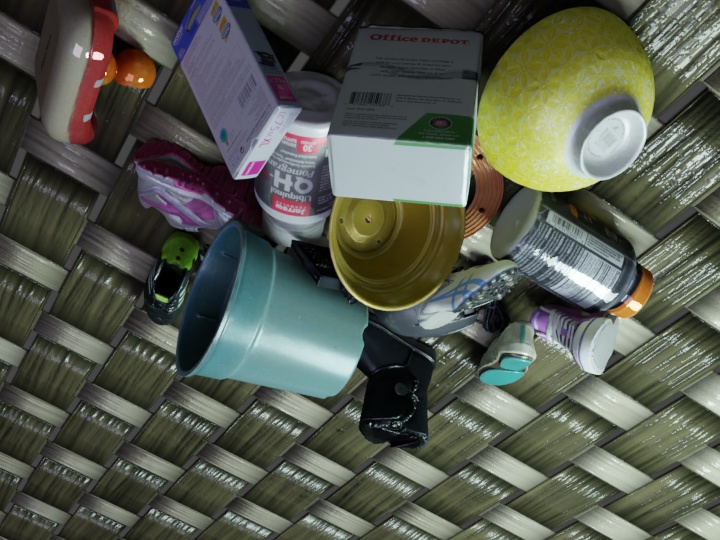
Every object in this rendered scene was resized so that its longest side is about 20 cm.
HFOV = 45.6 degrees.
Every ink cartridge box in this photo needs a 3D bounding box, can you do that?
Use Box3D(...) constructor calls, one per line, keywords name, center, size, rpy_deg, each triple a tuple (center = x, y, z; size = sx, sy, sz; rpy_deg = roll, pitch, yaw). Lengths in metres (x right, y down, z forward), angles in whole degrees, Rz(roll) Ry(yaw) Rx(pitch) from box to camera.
Box3D(name="ink cartridge box", center=(0.053, -0.169, 0.912), size=(0.144, 0.202, 0.084), rpy_deg=(6, 138, 9))
Box3D(name="ink cartridge box", center=(-0.143, -0.220, 0.959), size=(0.042, 0.202, 0.119), rpy_deg=(-11, 154, -42))

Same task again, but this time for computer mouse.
Box3D(name="computer mouse", center=(0.106, 0.054, 1.213), size=(0.197, 0.053, 0.140), rpy_deg=(-4, 133, 17))

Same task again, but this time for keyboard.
Box3D(name="keyboard", center=(0.000, 0.000, 1.101), size=(0.040, 0.105, 0.199), rpy_deg=(-47, 152, 20))

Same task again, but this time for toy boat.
Box3D(name="toy boat", center=(-0.305, -0.238, 1.006), size=(0.129, 0.132, 0.201), rpy_deg=(3, 142, -32))

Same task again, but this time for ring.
Box3D(name="ring", center=(0.083, -0.113, 1.084), size=(0.197, 0.019, 0.202), rpy_deg=(7, 133, 7))

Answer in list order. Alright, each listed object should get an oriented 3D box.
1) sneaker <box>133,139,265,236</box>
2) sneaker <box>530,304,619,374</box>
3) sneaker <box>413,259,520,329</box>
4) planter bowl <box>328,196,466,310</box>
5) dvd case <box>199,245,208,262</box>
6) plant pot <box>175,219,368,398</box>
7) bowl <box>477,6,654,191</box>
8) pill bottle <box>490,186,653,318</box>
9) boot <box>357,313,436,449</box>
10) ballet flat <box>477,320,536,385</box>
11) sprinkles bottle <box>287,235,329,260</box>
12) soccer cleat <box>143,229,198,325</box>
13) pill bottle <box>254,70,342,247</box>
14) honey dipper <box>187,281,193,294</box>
Box3D(name="sneaker", center=(-0.208, -0.093, 1.136), size=(0.198, 0.082, 0.089), rpy_deg=(26, 135, 0))
Box3D(name="sneaker", center=(0.271, 0.085, 1.121), size=(0.113, 0.200, 0.074), rpy_deg=(13, 94, 20))
Box3D(name="sneaker", center=(0.125, 0.020, 1.085), size=(0.071, 0.073, 0.200), rpy_deg=(-11, 169, -32))
Box3D(name="planter bowl", center=(0.028, -0.059, 1.047), size=(0.201, 0.201, 0.083), rpy_deg=(49, 164, -30))
Box3D(name="dvd case", center=(-0.173, 0.071, 1.275), size=(0.148, 0.016, 0.202), rpy_deg=(30, 141, 26))
Box3D(name="plant pot", center=(-0.107, 0.064, 1.090), size=(0.194, 0.202, 0.200), rpy_deg=(21, 136, -23))
Box3D(name="bowl", center=(0.232, -0.155, 0.886), size=(0.197, 0.108, 0.202), rpy_deg=(-15, 132, -17))
Box3D(name="pill bottle", center=(0.269, -0.015, 1.071), size=(0.198, 0.107, 0.106), rpy_deg=(29, 133, -15))
Box3D(name="boot", center=(0.019, 0.159, 1.252), size=(0.198, 0.169, 0.077), rpy_deg=(25, 134, -10))
Box3D(name="ballet flat", center=(0.216, 0.119, 1.234), size=(0.066, 0.063, 0.200), rpy_deg=(10, 162, -3))
Box3D(name="sprinkles bottle", center=(-0.084, 0.039, 1.233), size=(0.067, 0.069, 0.201), rpy_deg=(15, 135, -1))
Box3D(name="soccer cleat", center=(-0.287, 0.026, 1.259), size=(0.067, 0.082, 0.201), rpy_deg=(22, 134, -8))
Box3D(name="pill bottle", center=(-0.073, -0.128, 1.041), size=(0.109, 0.112, 0.202), rpy_deg=(13, 134, 1))
Box3D(name="honey dipper", center=(-0.228, 0.098, 1.315), size=(0.037, 0.038, 0.202), rpy_deg=(4, 133, 9))
